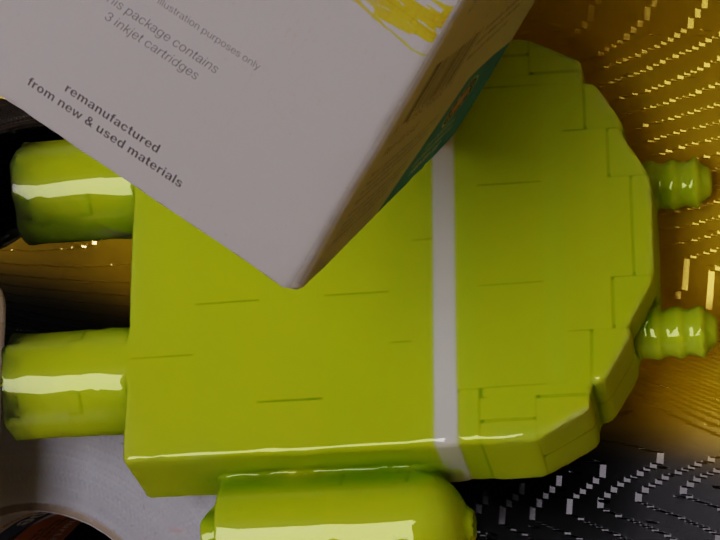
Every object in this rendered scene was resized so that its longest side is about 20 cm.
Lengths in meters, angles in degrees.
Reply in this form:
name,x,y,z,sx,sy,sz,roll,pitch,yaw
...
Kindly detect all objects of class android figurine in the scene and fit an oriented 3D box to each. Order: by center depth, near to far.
name,x,y,z,sx,sy,sz,roll,pitch,yaw
android figurine,0.000,0.000,0.831,0.200,0.041,0.182,-5,65,7

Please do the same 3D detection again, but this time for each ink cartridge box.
name,x,y,z,sx,sy,sz,roll,pitch,yaw
ink cartridge box,-0.001,-0.124,0.727,0.125,0.129,0.200,33,115,6

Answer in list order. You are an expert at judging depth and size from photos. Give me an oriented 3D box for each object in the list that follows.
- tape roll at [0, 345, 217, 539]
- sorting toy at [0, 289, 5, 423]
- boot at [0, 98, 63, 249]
name,x,y,z,sx,sy,sz,roll,pitch,yaw
tape roll,-0.079,0.121,0.896,0.200,0.066,0.201,-1,88,30
sorting toy,-0.209,0.097,0.830,0.070,0.200,0.199,-168,80,-64
boot,-0.192,-0.034,0.896,0.174,0.200,0.069,19,122,34
